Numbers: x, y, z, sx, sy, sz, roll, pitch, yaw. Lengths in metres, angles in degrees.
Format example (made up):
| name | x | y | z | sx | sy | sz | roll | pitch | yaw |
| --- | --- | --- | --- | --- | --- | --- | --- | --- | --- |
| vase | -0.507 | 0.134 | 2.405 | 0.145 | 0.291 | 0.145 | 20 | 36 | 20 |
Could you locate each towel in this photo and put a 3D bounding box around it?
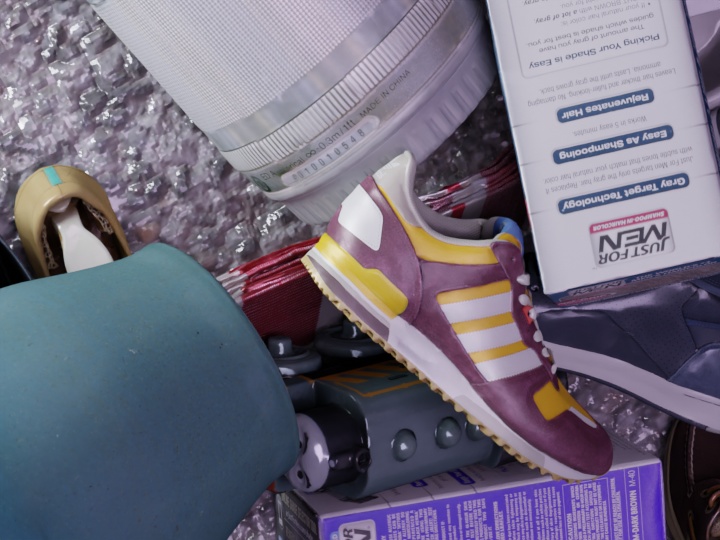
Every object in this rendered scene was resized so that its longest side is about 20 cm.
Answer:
| name | x | y | z | sx | sy | sz | roll | pitch | yaw |
| --- | --- | --- | --- | --- | --- | --- | --- | --- | --- |
| towel | 0.000 | 0.000 | 1.338 | 0.199 | 0.144 | 0.023 | -24 | 74 | -12 |

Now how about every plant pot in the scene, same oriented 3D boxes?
| name | x | y | z | sx | sy | sz | roll | pitch | yaw |
| --- | --- | --- | --- | --- | --- | --- | --- | --- | --- |
| plant pot | -0.140 | 0.089 | 1.205 | 0.187 | 0.200 | 0.201 | -33 | 105 | -24 |

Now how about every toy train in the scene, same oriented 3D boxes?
| name | x | y | z | sx | sy | sz | roll | pitch | yaw |
| --- | --- | --- | --- | --- | --- | --- | --- | --- | --- |
| toy train | 0.019 | 0.074 | 1.338 | 0.199 | 0.114 | 0.086 | -11 | 107 | -39 |

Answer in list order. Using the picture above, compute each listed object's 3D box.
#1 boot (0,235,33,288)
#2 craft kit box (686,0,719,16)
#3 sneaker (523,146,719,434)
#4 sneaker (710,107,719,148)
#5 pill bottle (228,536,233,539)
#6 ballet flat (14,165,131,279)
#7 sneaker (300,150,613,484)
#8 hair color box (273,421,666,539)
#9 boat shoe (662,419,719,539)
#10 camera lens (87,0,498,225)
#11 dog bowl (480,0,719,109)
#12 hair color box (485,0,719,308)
| name | x | y | z | sx | sy | sz | roll | pitch | yaw |
| --- | --- | --- | --- | --- | --- | --- | --- | --- | --- |
| boot | -0.194 | 0.053 | 1.303 | 0.074 | 0.097 | 0.201 | -22 | 103 | -15 |
| craft kit box | 0.169 | -0.238 | 1.342 | 0.199 | 0.048 | 0.199 | -15 | 103 | -14 |
| sneaker | 0.140 | -0.012 | 1.313 | 0.201 | 0.077 | 0.147 | 19 | 113 | -10 |
| sneaker | 0.266 | -0.012 | 1.383 | 0.079 | 0.078 | 0.201 | -26 | 88 | 25 |
| pill bottle | -0.160 | 0.187 | 1.316 | 0.199 | 0.112 | 0.113 | -21 | 102 | -8 |
| ballet flat | -0.135 | 0.040 | 1.337 | 0.068 | 0.063 | 0.201 | -27 | 104 | -11 |
| sneaker | 0.069 | 0.026 | 1.253 | 0.200 | 0.075 | 0.090 | 38 | 95 | -19 |
| hair color box | 0.059 | 0.137 | 1.381 | 0.198 | 0.109 | 0.065 | -7 | 101 | -15 |
| boat shoe | 0.218 | 0.152 | 1.397 | 0.072 | 0.072 | 0.201 | 7 | 52 | -11 |
| camera lens | -0.041 | -0.145 | 1.290 | 0.160 | 0.160 | 0.200 | -44 | 106 | -7 |
| dog bowl | 0.160 | -0.174 | 1.399 | 0.199 | 0.059 | 0.202 | -2 | 97 | -16 |
| hair color box | 0.125 | -0.090 | 1.256 | 0.099 | 0.061 | 0.202 | -12 | 79 | 10 |
